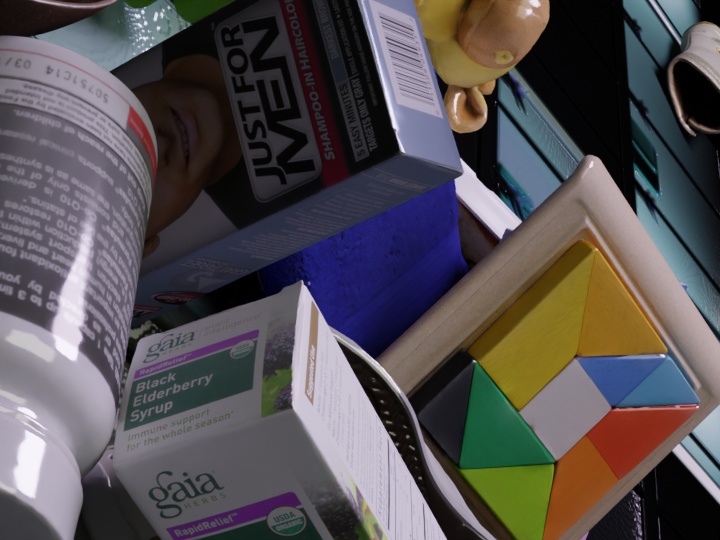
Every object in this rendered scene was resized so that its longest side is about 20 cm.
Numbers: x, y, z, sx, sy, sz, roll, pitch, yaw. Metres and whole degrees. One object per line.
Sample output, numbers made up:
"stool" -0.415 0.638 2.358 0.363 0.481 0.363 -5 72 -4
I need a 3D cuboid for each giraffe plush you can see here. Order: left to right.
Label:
"giraffe plush" 0.053 -0.181 1.024 0.162 0.173 0.200 36 7 -23

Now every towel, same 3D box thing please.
"towel" 0.000 0.000 0.829 0.147 0.049 0.202 -40 132 -39

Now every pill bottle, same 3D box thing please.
"pill bottle" -0.145 0.017 0.598 0.114 0.113 0.202 42 36 -37

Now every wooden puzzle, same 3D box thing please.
"wooden puzzle" 0.106 0.068 0.841 0.185 0.200 0.037 50 -10 -31

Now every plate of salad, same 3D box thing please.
"plate of salad" 0.060 -0.043 1.002 0.200 0.048 0.200 44 6 -6

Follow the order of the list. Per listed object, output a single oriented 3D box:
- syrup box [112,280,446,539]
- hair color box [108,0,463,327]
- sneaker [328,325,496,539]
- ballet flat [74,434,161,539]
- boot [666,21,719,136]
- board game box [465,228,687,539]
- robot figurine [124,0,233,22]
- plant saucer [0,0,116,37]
"syrup box" -0.019 0.111 0.641 0.082 0.078 0.201 -89 156 -53
"hair color box" -0.061 -0.055 0.704 0.060 0.199 0.100 9 62 -57
"sneaker" 0.002 0.102 0.749 0.201 0.073 0.085 55 -10 -18
"ballet flat" -0.088 0.096 0.692 0.199 0.063 0.068 -6 71 -60
"boot" 0.416 -0.175 1.751 0.201 0.072 0.155 57 29 -8
"board game box" 0.112 0.085 0.942 0.199 0.041 0.202 10 103 -57
"robot figurine" -0.108 -0.241 0.848 0.174 0.115 0.202 4 66 -50
"plant saucer" -0.194 -0.157 0.651 0.199 0.035 0.201 31 22 -13
